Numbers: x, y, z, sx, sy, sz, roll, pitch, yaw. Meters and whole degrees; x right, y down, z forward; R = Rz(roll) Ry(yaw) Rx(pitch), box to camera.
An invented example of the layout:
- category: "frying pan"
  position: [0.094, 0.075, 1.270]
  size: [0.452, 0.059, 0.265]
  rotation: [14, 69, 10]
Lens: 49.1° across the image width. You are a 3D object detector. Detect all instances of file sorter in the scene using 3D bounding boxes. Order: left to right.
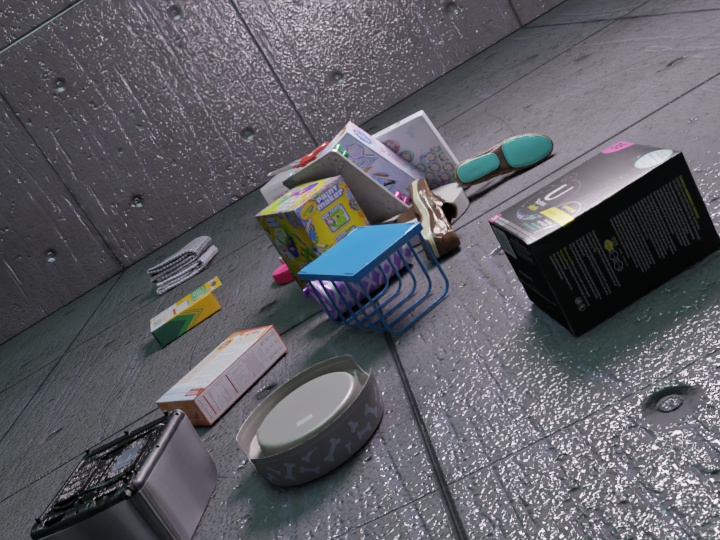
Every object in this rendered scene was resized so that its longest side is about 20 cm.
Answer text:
- category: "file sorter"
  position: [0.021, 0.015, 1.242]
  size: [0.139, 0.123, 0.200]
  rotation: [-38, 18, -22]

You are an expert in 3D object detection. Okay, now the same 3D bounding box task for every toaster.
- category: "toaster"
  position: [-0.298, 0.295, 1.005]
  size: [0.180, 0.119, 0.200]
  rotation: [-28, 16, 16]

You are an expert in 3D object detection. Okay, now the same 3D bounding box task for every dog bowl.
- category: "dog bowl"
  position: [-0.059, 0.189, 0.991]
  size: [0.199, 0.059, 0.200]
  rotation: [-30, 16, 10]

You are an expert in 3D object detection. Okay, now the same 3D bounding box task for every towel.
- category: "towel"
  position: [-0.567, -0.025, 2.504]
  size: [0.199, 0.086, 0.166]
  rotation: [-28, 16, 13]

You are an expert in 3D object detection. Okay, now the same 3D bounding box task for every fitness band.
- category: "fitness band"
  position: [-0.119, -0.039, 1.815]
  size: [0.200, 0.038, 0.144]
  rotation: [-37, 17, -15]

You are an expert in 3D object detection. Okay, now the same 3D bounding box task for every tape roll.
- category: "tape roll"
  position: [0.122, -0.106, 1.572]
  size: [0.202, 0.037, 0.203]
  rotation: [-30, 16, 9]

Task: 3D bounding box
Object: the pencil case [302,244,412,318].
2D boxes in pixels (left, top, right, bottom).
- category: "pencil case"
  position: [0.000, 0.000, 1.389]
  size: [0.200, 0.084, 0.085]
  rotation: [-36, 50, -20]

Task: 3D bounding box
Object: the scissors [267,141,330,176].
- category: "scissors"
  position: [-0.131, -0.212, 1.611]
  size: [0.200, 0.014, 0.073]
  rotation: [-37, -1, -40]

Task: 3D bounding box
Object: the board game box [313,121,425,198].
- category: "board game box"
  position: [-0.003, -0.186, 1.652]
  size: [0.200, 0.199, 0.041]
  rotation: [-41, 27, 38]

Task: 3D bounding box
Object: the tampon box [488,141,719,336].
- category: "tampon box"
  position: [0.283, -0.046, 0.934]
  size: [0.199, 0.127, 0.150]
  rotation: [-31, 17, -1]

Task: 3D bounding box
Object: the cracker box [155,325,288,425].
- category: "cracker box"
  position: [-0.235, 0.179, 1.342]
  size: [0.134, 0.058, 0.200]
  rotation: [-14, 23, 49]

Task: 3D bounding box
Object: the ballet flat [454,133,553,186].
- category: "ballet flat"
  position: [0.280, -0.215, 1.557]
  size: [0.199, 0.068, 0.072]
  rotation: [-23, -4, 6]

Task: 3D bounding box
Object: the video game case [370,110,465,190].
- category: "video game case"
  position: [0.105, -0.218, 1.645]
  size: [0.181, 0.200, 0.024]
  rotation: [-22, 35, 29]

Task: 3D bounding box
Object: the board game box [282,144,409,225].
- category: "board game box"
  position: [-0.030, -0.160, 1.594]
  size: [0.200, 0.200, 0.026]
  rotation: [-21, 40, 52]

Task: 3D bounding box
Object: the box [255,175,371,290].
- category: "box"
  position: [-0.076, -0.063, 1.522]
  size: [0.122, 0.193, 0.200]
  rotation: [-38, 18, -21]

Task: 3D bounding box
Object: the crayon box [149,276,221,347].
- category: "crayon box"
  position: [-0.416, 0.098, 1.924]
  size: [0.200, 0.052, 0.126]
  rotation: [-35, 16, -8]

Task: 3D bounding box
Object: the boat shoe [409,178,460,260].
- category: "boat shoe"
  position: [0.140, -0.098, 1.412]
  size: [0.075, 0.075, 0.203]
  rotation: [-20, 43, 12]

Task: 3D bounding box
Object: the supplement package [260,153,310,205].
- category: "supplement package"
  position: [-0.209, -0.267, 2.504]
  size: [0.117, 0.118, 0.200]
  rotation: [-23, 18, 29]
